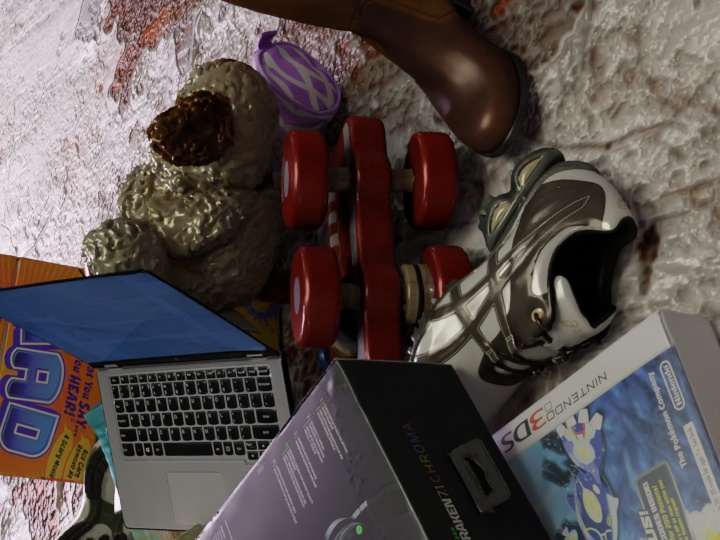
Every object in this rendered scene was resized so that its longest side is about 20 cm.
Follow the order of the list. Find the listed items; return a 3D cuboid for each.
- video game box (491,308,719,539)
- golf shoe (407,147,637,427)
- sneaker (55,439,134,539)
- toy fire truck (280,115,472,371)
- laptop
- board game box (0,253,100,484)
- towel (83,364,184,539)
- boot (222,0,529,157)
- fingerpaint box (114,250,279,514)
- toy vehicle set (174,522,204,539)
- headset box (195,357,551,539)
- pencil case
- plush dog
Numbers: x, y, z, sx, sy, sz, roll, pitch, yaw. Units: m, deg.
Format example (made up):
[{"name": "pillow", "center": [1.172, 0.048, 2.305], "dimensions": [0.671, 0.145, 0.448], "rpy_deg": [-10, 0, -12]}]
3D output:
[{"name": "video game box", "center": [0.138, 0.151, 0.657], "dimensions": [0.182, 0.047, 0.201], "rpy_deg": [-47, 45, 41]}, {"name": "golf shoe", "center": [0.092, 0.032, 0.731], "dimensions": [0.094, 0.077, 0.201], "rpy_deg": [43, 116, 51]}, {"name": "sneaker", "center": [-0.229, 0.217, 1.168], "dimensions": [0.089, 0.077, 0.201], "rpy_deg": [-77, 14, -65]}, {"name": "toy fire truck", "center": [0.000, 0.000, 0.866], "dimensions": [0.168, 0.112, 0.201], "rpy_deg": [115, 152, -66]}, {"name": "laptop", "center": [-0.151, 0.097, 0.853], "dimensions": [0.187, 0.116, 0.201], "rpy_deg": [-6, 95, 38]}, {"name": "board game box", "center": [-0.365, 0.086, 1.229], "dimensions": [0.200, 0.199, 0.201], "rpy_deg": [178, 102, -68]}, {"name": "towel", "center": [-0.145, 0.177, 0.961], "dimensions": [0.147, 0.022, 0.201], "rpy_deg": [-33, 77, 48]}, {"name": "boot", "center": [0.003, -0.161, 0.806], "dimensions": [0.068, 0.199, 0.189], "rpy_deg": [-46, 45, 37]}, {"name": "fingerpaint box", "center": [-0.139, 0.093, 1.046], "dimensions": [0.167, 0.073, 0.201], "rpy_deg": [-27, 60, 48]}, {"name": "toy vehicle set", "center": [-0.128, 0.288, 0.941], "dimensions": [0.124, 0.026, 0.200], "rpy_deg": [47, 132, 11]}, {"name": "headset box", "center": [0.010, 0.169, 0.697], "dimensions": [0.200, 0.092, 0.174], "rpy_deg": [-54, 48, 30]}, {"name": "pencil case", "center": [-0.098, -0.097, 1.032], "dimensions": [0.086, 0.084, 0.200], "rpy_deg": [51, 124, 11]}, {"name": "plush dog", "center": [-0.103, -0.065, 0.900], "dimensions": [0.200, 0.160, 0.173], "rpy_deg": [-84, 4, -68]}]
